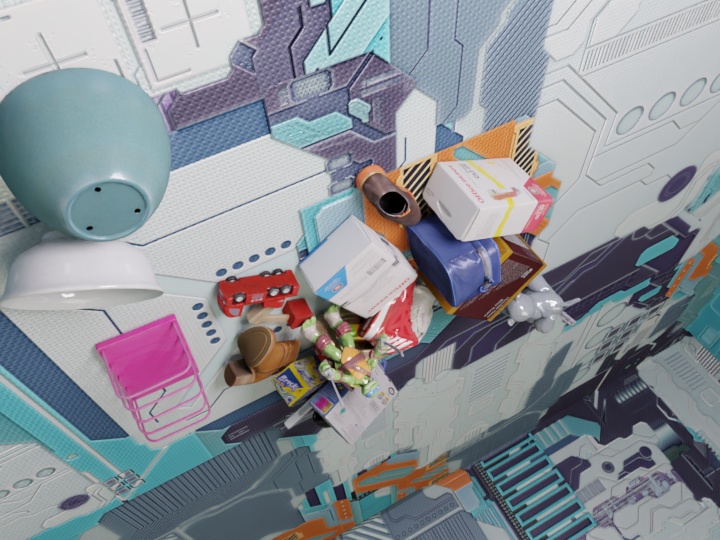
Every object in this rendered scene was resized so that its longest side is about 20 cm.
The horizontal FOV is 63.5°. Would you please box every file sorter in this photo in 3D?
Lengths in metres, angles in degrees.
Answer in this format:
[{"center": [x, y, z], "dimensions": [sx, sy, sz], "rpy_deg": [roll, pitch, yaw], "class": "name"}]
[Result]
[{"center": [-0.364, 0.205, 1.057], "dimensions": [0.139, 0.126, 0.200], "rpy_deg": [-23, 146, -17], "class": "file sorter"}]

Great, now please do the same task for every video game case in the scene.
[{"center": [-0.084, 0.306, 1.455], "dimensions": [0.182, 0.023, 0.200], "rpy_deg": [-44, 170, 16], "class": "video game case"}]

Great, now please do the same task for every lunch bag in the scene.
[{"center": [0.197, -0.034, 1.166], "dimensions": [0.132, 0.200, 0.136], "rpy_deg": [-29, 142, -9], "class": "lunch bag"}]

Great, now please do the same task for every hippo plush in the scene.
[{"center": [0.467, 0.113, 1.617], "dimensions": [0.160, 0.200, 0.160], "rpy_deg": [-10, 119, -20], "class": "hippo plush"}]

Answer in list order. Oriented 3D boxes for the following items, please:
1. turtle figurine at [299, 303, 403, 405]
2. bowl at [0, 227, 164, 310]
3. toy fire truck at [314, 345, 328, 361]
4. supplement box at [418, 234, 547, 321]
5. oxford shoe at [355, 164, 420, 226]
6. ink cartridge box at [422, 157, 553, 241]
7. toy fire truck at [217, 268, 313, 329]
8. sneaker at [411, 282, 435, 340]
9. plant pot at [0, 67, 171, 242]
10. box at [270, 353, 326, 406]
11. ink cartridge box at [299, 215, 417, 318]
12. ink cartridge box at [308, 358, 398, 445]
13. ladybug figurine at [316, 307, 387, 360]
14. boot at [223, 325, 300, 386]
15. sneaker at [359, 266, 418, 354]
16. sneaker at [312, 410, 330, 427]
[{"center": [-0.020, 0.150, 1.137], "dimensions": [0.144, 0.194, 0.200], "rpy_deg": [-41, 162, -1], "class": "turtle figurine"}, {"center": [-0.371, -0.004, 0.780], "dimensions": [0.201, 0.091, 0.201], "rpy_deg": [-7, 173, -1], "class": "bowl"}, {"center": [-0.001, 0.169, 1.382], "dimensions": [0.141, 0.049, 0.200], "rpy_deg": [-47, 143, 17], "class": "toy fire truck"}, {"center": [0.279, -0.003, 1.337], "dimensions": [0.200, 0.133, 0.197], "rpy_deg": [13, 125, -48], "class": "supplement box"}, {"center": [0.063, -0.115, 1.061], "dimensions": [0.071, 0.073, 0.200], "rpy_deg": [-44, 146, 14], "class": "oxford shoe"}, {"center": [0.244, -0.140, 1.119], "dimensions": [0.200, 0.145, 0.084], "rpy_deg": [-10, 140, -32], "class": "ink cartridge box"}, {"center": [-0.178, 0.063, 1.106], "dimensions": [0.200, 0.049, 0.141], "rpy_deg": [-10, 142, -31], "class": "toy fire truck"}, {"center": [0.136, 0.101, 1.372], "dimensions": [0.200, 0.075, 0.100], "rpy_deg": [72, 32, -55], "class": "sneaker"}, {"center": [-0.311, -0.113, 0.686], "dimensions": [0.200, 0.135, 0.200], "rpy_deg": [-23, 145, -17], "class": "plant pot"}, {"center": [-0.122, 0.238, 1.297], "dimensions": [0.064, 0.070, 0.200], "rpy_deg": [-39, 170, 9], "class": "box"}, {"center": [0.000, 0.000, 1.144], "dimensions": [0.146, 0.086, 0.200], "rpy_deg": [-41, 148, 12], "class": "ink cartridge box"}, {"center": [-0.003, 0.278, 1.333], "dimensions": [0.200, 0.076, 0.137], "rpy_deg": [-45, 131, -14], "class": "ink cartridge box"}, {"center": [-0.017, 0.143, 1.280], "dimensions": [0.199, 0.136, 0.072], "rpy_deg": [4, 157, -19], "class": "ladybug figurine"}, {"center": [-0.183, 0.165, 1.212], "dimensions": [0.154, 0.074, 0.200], "rpy_deg": [-9, 152, -43], "class": "boot"}, {"center": [0.090, 0.095, 1.267], "dimensions": [0.200, 0.115, 0.078], "rpy_deg": [-53, -166, -17], "class": "sneaker"}, {"center": [-0.034, 0.311, 1.414], "dimensions": [0.200, 0.076, 0.091], "rpy_deg": [-43, 163, -2], "class": "sneaker"}]
